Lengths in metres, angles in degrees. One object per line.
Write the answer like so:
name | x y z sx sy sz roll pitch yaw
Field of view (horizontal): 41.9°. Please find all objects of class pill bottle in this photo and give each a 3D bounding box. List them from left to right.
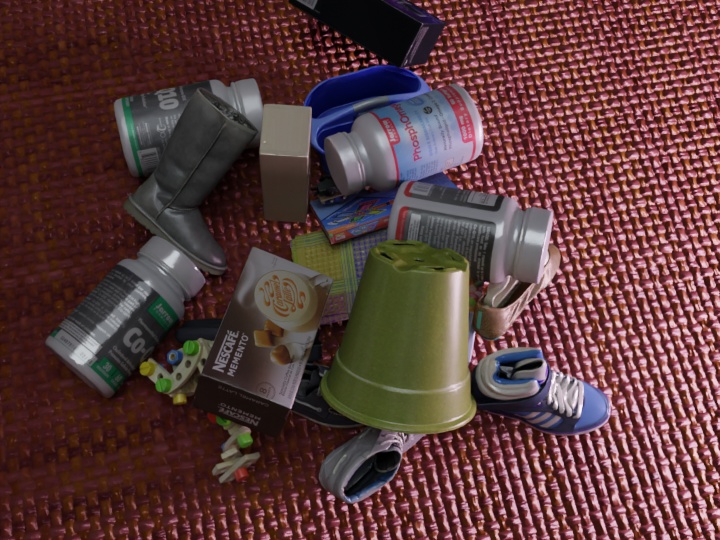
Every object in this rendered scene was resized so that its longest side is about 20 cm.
pill bottle | -0.305 0.058 1.236 0.113 0.113 0.200 36 71 10
pill bottle | -0.239 -0.206 1.336 0.199 0.113 0.114 -13 70 -9
pill bottle | 0.057 -0.172 1.271 0.199 0.109 0.109 -21 71 -14
pill bottle | 0.143 -0.046 1.225 0.199 0.114 0.114 11 68 14

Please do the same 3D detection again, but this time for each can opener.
can opener | -0.150 0.087 1.254 0.199 0.063 0.079 3 98 3

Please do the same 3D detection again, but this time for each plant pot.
plant pot | 0.060 0.069 1.155 0.199 0.200 0.191 8 109 0

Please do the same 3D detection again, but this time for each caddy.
caddy | 0.011 -0.220 1.369 0.199 0.105 0.142 -18 72 -11

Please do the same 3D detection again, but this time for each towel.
towel | 0.000 0.000 1.304 0.199 0.023 0.144 -11 64 5

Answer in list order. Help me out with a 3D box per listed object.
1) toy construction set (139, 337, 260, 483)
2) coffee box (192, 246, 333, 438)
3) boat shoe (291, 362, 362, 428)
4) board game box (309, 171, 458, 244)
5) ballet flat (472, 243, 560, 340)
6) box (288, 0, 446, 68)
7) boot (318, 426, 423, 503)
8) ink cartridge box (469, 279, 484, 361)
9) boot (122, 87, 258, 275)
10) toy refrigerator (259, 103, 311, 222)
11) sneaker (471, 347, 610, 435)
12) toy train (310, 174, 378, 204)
toy construction set | -0.187 0.171 1.194 0.131 0.092 0.200 -35 79 15
coffee box | -0.117 0.085 1.144 0.114 0.080 0.201 22 50 -4
boat shoe | -0.061 0.158 1.239 0.199 0.063 0.073 13 68 1
board game box | 0.035 -0.098 1.341 0.199 0.020 0.103 -18 34 -10
ballet flat | 0.215 0.008 1.291 0.068 0.073 0.200 22 54 36
box | 0.013 -0.388 1.412 0.199 0.141 0.079 32 110 8
boot | 0.041 0.222 1.195 0.200 0.096 0.074 -41 105 -12
ink cartridge box | 0.111 0.027 1.317 0.119 0.042 0.201 13 67 1
boot | -0.203 -0.117 1.271 0.182 0.073 0.200 39 99 -14
toy refrigerator | -0.104 -0.141 1.281 0.070 0.200 0.076 3 69 -2
sneaker | 0.242 0.155 1.216 0.199 0.147 0.081 11 68 1
toy train | 0.025 -0.134 1.338 0.199 0.046 0.034 -17 60 -12
